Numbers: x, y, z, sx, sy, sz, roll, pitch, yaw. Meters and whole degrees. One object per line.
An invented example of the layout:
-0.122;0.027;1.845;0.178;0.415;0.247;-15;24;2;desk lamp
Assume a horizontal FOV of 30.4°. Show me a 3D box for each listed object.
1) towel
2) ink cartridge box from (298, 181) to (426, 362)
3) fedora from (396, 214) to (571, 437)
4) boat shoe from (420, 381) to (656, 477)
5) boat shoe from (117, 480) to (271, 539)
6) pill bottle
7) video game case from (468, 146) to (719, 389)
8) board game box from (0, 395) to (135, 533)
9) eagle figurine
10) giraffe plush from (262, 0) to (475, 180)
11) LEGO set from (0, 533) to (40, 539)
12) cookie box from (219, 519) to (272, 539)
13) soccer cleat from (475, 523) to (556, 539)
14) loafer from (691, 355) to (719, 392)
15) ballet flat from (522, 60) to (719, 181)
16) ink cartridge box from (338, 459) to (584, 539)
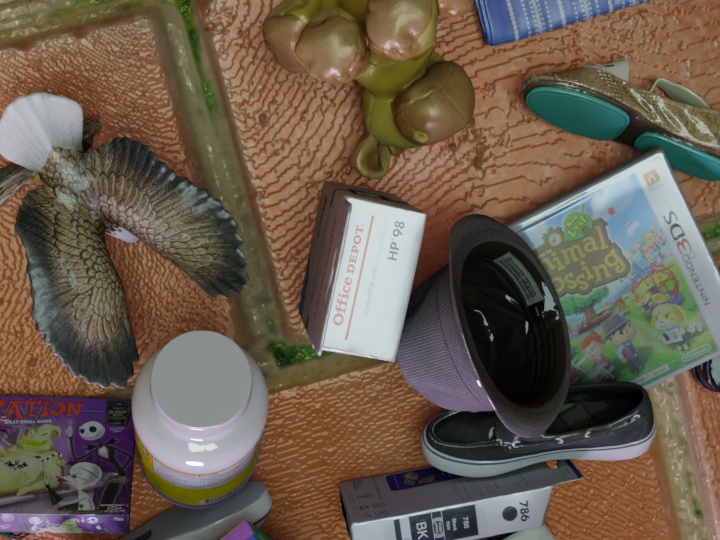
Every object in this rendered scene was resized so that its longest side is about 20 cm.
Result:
0.178;-0.282;1.104;0.197;0.024;0.147;-17;100;-5;towel
0.000;0.000;1.031;0.066;0.200;0.118;11;97;-8;ink cartridge box
0.088;0.052;1.048;0.089;0.199;0.179;-20;90;31;fedora
0.146;0.124;1.107;0.197;0.069;0.057;-6;134;6;boat shoe
-0.156;0.247;1.112;0.198;0.072;0.066;-29;107;-3;boat shoe
-0.124;0.113;1.022;0.103;0.200;0.106;3;68;-7;pill bottle
0.203;0.021;1.127;0.198;0.022;0.184;-26;100;12;video game case
-0.281;0.153;1.063;0.197;0.121;0.033;2;130;-8;board game box
-0.197;-0.035;1.030;0.150;0.201;0.153;-9;141;-43;eagle figurine
0.027;-0.161;1.040;0.171;0.201;0.164;-24;118;2;giraffe plush
-0.295;0.276;1.044;0.198;0.116;0.156;20;104;18;LEGO set
-0.100;0.309;1.068;0.170;0.075;0.200;-38;144;-1;cookie box
0.082;0.279;1.150;0.199;0.069;0.078;-35;98;-9;soccer cleat
0.349;0.016;1.145;0.071;0.063;0.202;25;94;-10;loafer
0.230;-0.137;1.119;0.198;0.070;0.066;21;68;-12;ballet flat
0.084;0.193;1.119;0.197;0.099;0.040;-11;101;-4;ink cartridge box
